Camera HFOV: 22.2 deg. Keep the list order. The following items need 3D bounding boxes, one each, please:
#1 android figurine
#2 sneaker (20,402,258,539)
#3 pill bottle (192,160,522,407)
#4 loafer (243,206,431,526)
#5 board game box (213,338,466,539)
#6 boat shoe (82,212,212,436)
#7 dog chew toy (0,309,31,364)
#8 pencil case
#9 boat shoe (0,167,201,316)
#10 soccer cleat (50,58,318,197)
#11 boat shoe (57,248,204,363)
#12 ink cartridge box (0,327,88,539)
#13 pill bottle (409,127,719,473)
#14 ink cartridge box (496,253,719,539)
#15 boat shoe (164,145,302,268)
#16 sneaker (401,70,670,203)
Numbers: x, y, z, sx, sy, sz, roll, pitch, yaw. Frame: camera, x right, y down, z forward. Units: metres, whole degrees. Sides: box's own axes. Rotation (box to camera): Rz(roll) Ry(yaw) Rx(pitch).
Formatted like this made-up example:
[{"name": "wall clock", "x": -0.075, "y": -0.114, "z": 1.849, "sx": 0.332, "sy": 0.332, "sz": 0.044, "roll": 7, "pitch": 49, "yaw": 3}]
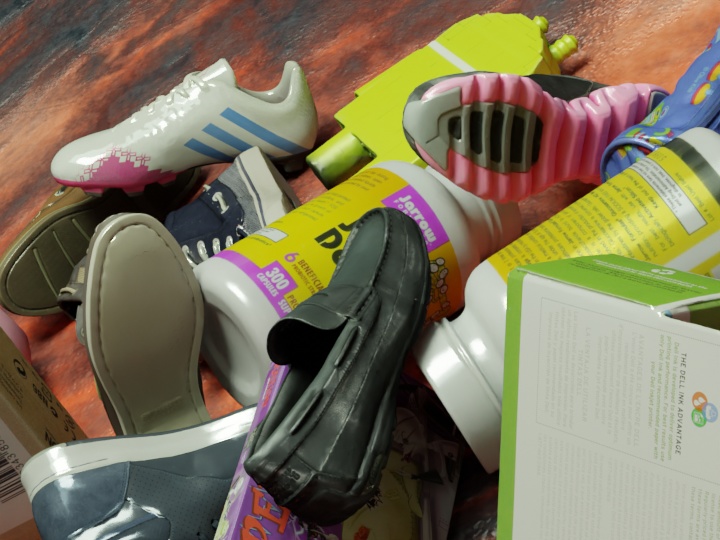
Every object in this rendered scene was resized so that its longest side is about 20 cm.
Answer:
[{"name": "android figurine", "x": 0.060, "y": -0.113, "z": 1.286, "sx": 0.200, "sy": 0.041, "sz": 0.182, "roll": -37, "pitch": 32, "yaw": -6}, {"name": "sneaker", "x": -0.073, "y": 0.154, "z": 1.016, "sx": 0.202, "sy": 0.077, "sz": 0.146, "roll": -12, "pitch": 56, "yaw": -16}, {"name": "pill bottle", "x": 0.000, "y": 0.000, "z": 1.109, "sx": 0.200, "sy": 0.104, "sz": 0.104, "roll": -31, "pitch": 29, "yaw": -25}, {"name": "loafer", "x": -0.012, "y": 0.038, "z": 0.955, "sx": 0.068, "sy": 0.070, "sz": 0.201, "roll": -40, "pitch": 26, "yaw": 44}, {"name": "board game box", "x": -0.009, "y": 0.123, "z": 0.960, "sx": 0.032, "sy": 0.120, "sz": 0.200, "roll": -50, "pitch": 16, "yaw": 41}, {"name": "boat shoe", "x": -0.125, "y": 0.054, "z": 1.079, "sx": 0.072, "sy": 0.200, "sz": 0.060, "roll": -22, "pitch": 27, "yaw": -19}, {"name": "dog chew toy", "x": -0.320, "y": 0.098, "z": 1.260, "sx": 0.200, "sy": 0.125, "sz": 0.125, "roll": -50, "pitch": 36, "yaw": -12}, {"name": "pencil case", "x": 0.225, "y": -0.109, "z": 1.102, "sx": 0.078, "sy": 0.087, "sz": 0.200, "roll": 32, "pitch": 65, "yaw": 18}, {"name": "boat shoe", "x": -0.206, "y": -0.033, "z": 1.387, "sx": 0.068, "sy": 0.072, "sz": 0.200, "roll": 5, "pitch": 38, "yaw": 49}, {"name": "soccer cleat", "x": -0.129, "y": -0.109, "z": 1.335, "sx": 0.200, "sy": 0.086, "sz": 0.070, "roll": -10, "pitch": 24, "yaw": -17}, {"name": "boat shoe", "x": -0.151, "y": 0.035, "z": 1.252, "sx": 0.073, "sy": 0.074, "sz": 0.200, "roll": -49, "pitch": 26, "yaw": -8}, {"name": "ink cartridge box", "x": -0.279, "y": 0.103, "z": 1.135, "sx": 0.165, "sy": 0.200, "sz": 0.075, "roll": -28, "pitch": 32, "yaw": 7}, {"name": "pill bottle", "x": 0.129, "y": 0.020, "z": 0.983, "sx": 0.200, "sy": 0.112, "sz": 0.112, "roll": -32, "pitch": 32, "yaw": 0}, {"name": "ink cartridge box", "x": 0.157, "y": 0.084, "z": 0.834, "sx": 0.076, "sy": 0.148, "sz": 0.200, "roll": -9, "pitch": 16, "yaw": -38}, {"name": "boat shoe", "x": -0.077, "y": -0.011, "z": 1.248, "sx": 0.093, "sy": 0.075, "sz": 0.200, "roll": -36, "pitch": 24, "yaw": 4}, {"name": "sneaker", "x": 0.095, "y": -0.091, "z": 1.118, "sx": 0.200, "sy": 0.079, "sz": 0.095, "roll": 1, "pitch": 21, "yaw": -38}]
